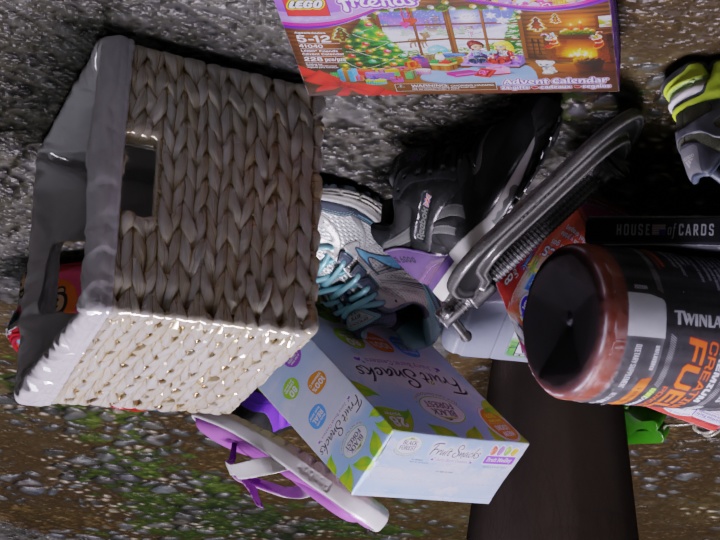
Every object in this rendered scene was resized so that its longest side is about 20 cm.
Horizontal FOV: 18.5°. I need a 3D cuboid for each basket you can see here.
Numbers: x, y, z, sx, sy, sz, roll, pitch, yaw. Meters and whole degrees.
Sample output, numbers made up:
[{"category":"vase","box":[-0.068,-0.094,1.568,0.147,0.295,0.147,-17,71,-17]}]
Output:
[{"category":"basket","box":[0.164,0.175,1.874,0.136,0.201,0.180,19,154,-32]},{"category":"basket","box":[-0.130,-0.018,1.480,0.160,0.199,0.200,10,156,-19]}]

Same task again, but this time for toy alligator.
[{"category":"toy alligator","box":[0.226,0.131,1.956,0.200,0.059,0.054,-14,111,35]}]

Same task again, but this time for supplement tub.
[{"category":"supplement tub","box":[0.217,0.041,1.498,0.199,0.107,0.107,5,159,-28]}]

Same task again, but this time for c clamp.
[{"category":"c clamp","box":[0.119,-0.034,1.495,0.200,0.027,0.171,-44,165,6]}]

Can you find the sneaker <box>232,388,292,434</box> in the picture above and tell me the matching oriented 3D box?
[{"category":"sneaker","box":[-0.063,0.098,1.806,0.200,0.070,0.100,11,118,-53]}]

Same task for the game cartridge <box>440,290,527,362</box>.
[{"category":"game cartridge","box":[0.170,0.038,1.768,0.199,0.041,0.133,5,153,-3]}]

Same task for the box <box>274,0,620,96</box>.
[{"category":"box","box":[0.054,-0.153,1.334,0.199,0.039,0.137,0,156,10]}]

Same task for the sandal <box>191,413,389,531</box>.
[{"category":"sandal","box":[-0.066,0.153,1.654,0.202,0.050,0.082,23,166,44]}]

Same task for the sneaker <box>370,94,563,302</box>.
[{"category":"sneaker","box":[0.063,-0.060,1.511,0.087,0.076,0.200,34,138,1]}]

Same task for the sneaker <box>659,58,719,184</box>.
[{"category":"sneaker","box":[0.282,-0.070,1.439,0.199,0.081,0.074,13,155,-21]}]

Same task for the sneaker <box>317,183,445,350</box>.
[{"category":"sneaker","box":[0.000,0.000,1.639,0.077,0.087,0.200,-19,148,41]}]

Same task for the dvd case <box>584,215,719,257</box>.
[{"category":"dvd case","box":[0.278,-0.018,1.530,0.200,0.025,0.150,5,178,-39]}]

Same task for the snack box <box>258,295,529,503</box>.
[{"category":"snack box","box":[0.005,0.088,1.677,0.168,0.200,0.068,10,119,-50]}]

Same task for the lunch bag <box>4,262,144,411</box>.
[{"category":"lunch bag","box":[-0.194,0.055,1.815,0.176,0.082,0.200,-1,158,24]}]

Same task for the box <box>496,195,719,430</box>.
[{"category":"box","box":[0.210,0.031,1.628,0.200,0.096,0.100,20,123,-34]}]
